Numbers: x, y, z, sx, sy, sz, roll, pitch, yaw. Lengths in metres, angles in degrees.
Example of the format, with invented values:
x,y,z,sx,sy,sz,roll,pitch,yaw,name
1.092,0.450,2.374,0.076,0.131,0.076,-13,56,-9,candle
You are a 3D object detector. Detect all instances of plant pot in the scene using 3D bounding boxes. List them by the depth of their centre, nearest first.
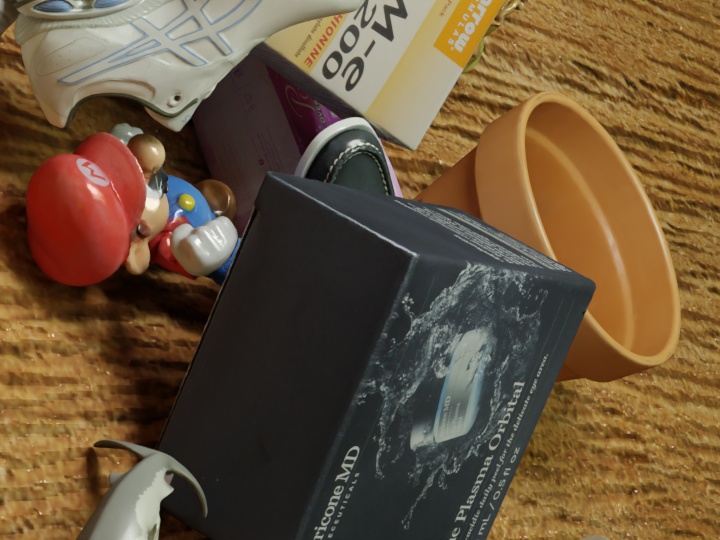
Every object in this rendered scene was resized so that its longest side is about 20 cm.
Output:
x,y,z,sx,sy,sz,roll,pitch,yaw,name
0.109,-0.004,1.851,0.200,0.140,0.201,40,37,-39,plant pot

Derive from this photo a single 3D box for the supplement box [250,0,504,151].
x,y,z,sx,sy,sz,roll,pitch,yaw,name
-0.021,-0.176,1.590,0.200,0.126,0.073,33,-4,-34,supplement box

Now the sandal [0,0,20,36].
x,y,z,sx,sy,sz,roll,pitch,yaw,name
-0.230,-0.145,1.483,0.082,0.050,0.203,38,48,-16,sandal

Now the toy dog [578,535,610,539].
x,y,z,sx,sy,sz,roll,pitch,yaw,name
0.130,0.264,1.750,0.200,0.096,0.132,-40,106,-47,toy dog

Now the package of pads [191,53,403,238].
x,y,z,sx,sy,sz,roll,pitch,yaw,name
-0.049,-0.094,1.719,0.120,0.076,0.201,-6,72,-61,package of pads

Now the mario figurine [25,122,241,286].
x,y,z,sx,sy,sz,roll,pitch,yaw,name
-0.108,-0.041,1.531,0.200,0.123,0.106,12,74,-62,mario figurine

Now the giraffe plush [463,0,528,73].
x,y,z,sx,sy,sz,roll,pitch,yaw,name
0.081,-0.239,2.008,0.173,0.200,0.163,44,62,-40,giraffe plush

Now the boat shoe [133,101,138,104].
x,y,z,sx,sy,sz,roll,pitch,yaw,name
-0.087,-0.194,1.634,0.072,0.072,0.201,109,3,-76,boat shoe

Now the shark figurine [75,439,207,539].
x,y,z,sx,sy,sz,roll,pitch,yaw,name
-0.140,0.148,1.367,0.128,0.089,0.215,84,13,-51,shark figurine

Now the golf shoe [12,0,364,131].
x,y,z,sx,sy,sz,roll,pitch,yaw,name
-0.088,-0.127,1.478,0.078,0.199,0.098,-90,173,-78,golf shoe

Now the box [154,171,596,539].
x,y,z,sx,sy,sz,roll,pitch,yaw,name
0.006,0.065,1.524,0.117,0.197,0.200,29,12,34,box

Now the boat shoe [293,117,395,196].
x,y,z,sx,sy,sz,roll,pitch,yaw,name
0.000,0.000,1.628,0.060,0.075,0.201,47,-28,40,boat shoe
